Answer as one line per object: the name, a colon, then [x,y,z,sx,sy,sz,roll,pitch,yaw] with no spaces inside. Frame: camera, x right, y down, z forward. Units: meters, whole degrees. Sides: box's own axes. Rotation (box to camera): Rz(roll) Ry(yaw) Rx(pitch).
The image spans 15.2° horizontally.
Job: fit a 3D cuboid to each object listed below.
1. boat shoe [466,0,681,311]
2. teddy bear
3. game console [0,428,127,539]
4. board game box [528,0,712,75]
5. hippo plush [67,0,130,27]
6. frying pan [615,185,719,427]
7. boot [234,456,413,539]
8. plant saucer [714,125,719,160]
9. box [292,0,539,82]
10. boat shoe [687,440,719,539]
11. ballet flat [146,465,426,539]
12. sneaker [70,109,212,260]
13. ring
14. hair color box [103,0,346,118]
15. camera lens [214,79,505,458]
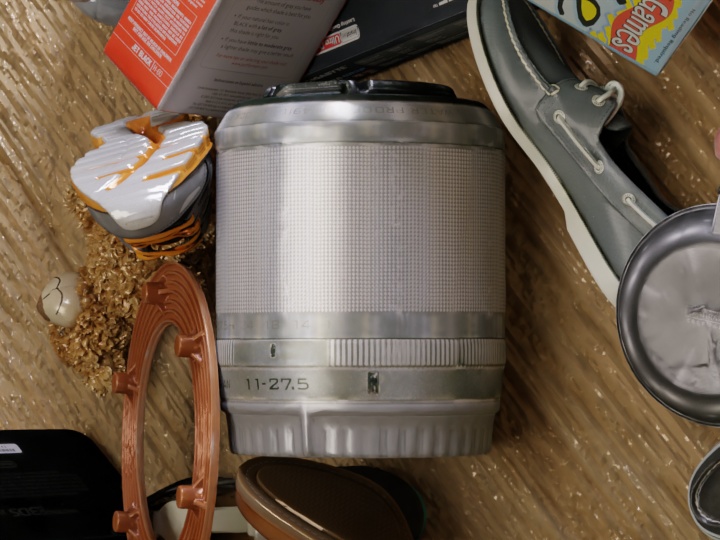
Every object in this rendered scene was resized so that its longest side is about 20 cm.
boat shoe: [0.125,-0.072,1.429,0.062,0.073,0.200,-33,78,29]
teddy bear: [-0.136,-0.019,1.651,0.200,0.067,0.145,-37,64,32]
game console: [-0.216,0.193,1.623,0.176,0.200,0.117,47,116,30]
board game box: [0.092,-0.206,1.370,0.103,0.200,0.105,-55,15,24]
hippo plush: [-0.174,-0.214,1.615,0.200,0.159,0.161,45,155,11]
frying pan: [0.197,-0.007,1.354,0.115,0.031,0.190,37,112,20]
boot: [-0.010,0.203,1.487,0.200,0.074,0.155,33,122,-2]
plant saucer: [0.293,-0.102,1.317,0.199,0.037,0.200,34,109,35]
box: [0.028,-0.207,1.532,0.200,0.046,0.159,-18,77,38]
boat shoe: [0.238,0.090,1.342,0.200,0.057,0.069,-24,74,37]
ballet flat: [-0.056,0.151,1.578,0.200,0.068,0.068,-8,83,39]
sneaker: [-0.113,-0.041,1.510,0.078,0.200,0.077,-13,102,3]
ring: [-0.115,0.095,1.530,0.200,0.019,0.201,-177,90,-71]
hair color box: [-0.049,-0.182,1.501,0.061,0.101,0.200,46,116,32]
camera lens: [0.000,0.000,1.477,0.160,0.160,0.201,-1,88,40]
